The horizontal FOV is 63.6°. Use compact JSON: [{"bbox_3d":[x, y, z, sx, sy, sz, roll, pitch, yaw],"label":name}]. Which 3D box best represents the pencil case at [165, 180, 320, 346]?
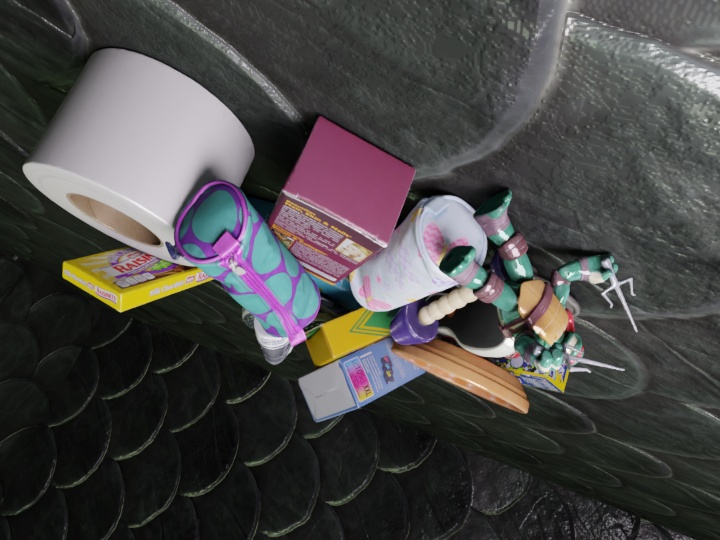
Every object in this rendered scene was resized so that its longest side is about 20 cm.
[{"bbox_3d":[-0.110,0.000,0.601,0.094,0.084,0.201,64,-176,32],"label":"pencil case"}]

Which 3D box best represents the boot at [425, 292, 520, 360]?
[{"bbox_3d":[0.179,0.083,0.744,0.142,0.074,0.199,25,175,-19],"label":"boot"}]

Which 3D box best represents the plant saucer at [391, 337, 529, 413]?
[{"bbox_3d":[0.136,0.134,0.785,0.197,0.038,0.200,25,172,4],"label":"plant saucer"}]

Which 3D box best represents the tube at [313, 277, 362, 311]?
[{"bbox_3d":[-0.076,0.003,0.927,0.197,0.051,0.077,28,170,-3],"label":"tube"}]

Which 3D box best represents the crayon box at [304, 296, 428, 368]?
[{"bbox_3d":[-0.004,0.088,0.852,0.052,0.196,0.127,66,160,8],"label":"crayon box"}]

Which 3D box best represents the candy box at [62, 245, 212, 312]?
[{"bbox_3d":[-0.245,-0.006,0.714,0.101,0.027,0.199,20,-157,24],"label":"candy box"}]

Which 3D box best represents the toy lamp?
[{"bbox_3d":[0.105,0.039,0.672,0.058,0.059,0.199,29,143,-22],"label":"toy lamp"}]

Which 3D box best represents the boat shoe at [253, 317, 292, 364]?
[{"bbox_3d":[-0.106,0.039,0.813,0.070,0.203,0.069,2,134,-1],"label":"boat shoe"}]

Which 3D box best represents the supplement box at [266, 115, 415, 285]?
[{"bbox_3d":[-0.035,-0.062,0.617,0.109,0.087,0.200,27,162,-10],"label":"supplement box"}]

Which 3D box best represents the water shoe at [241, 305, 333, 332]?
[{"bbox_3d":[-0.099,0.062,0.972,0.196,0.080,0.072,12,143,-24],"label":"water shoe"}]

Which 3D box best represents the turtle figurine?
[{"bbox_3d":[0.167,0.032,0.538,0.200,0.151,0.100,43,142,-13],"label":"turtle figurine"}]

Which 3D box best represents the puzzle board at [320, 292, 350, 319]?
[{"bbox_3d":[-0.108,0.018,0.950,0.198,0.018,0.151,32,-177,6],"label":"puzzle board"}]

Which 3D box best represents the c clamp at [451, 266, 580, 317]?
[{"bbox_3d":[0.159,0.019,0.708,0.197,0.028,0.170,6,155,44],"label":"c clamp"}]

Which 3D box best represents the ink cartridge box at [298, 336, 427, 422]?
[{"bbox_3d":[0.021,0.155,0.910,0.136,0.197,0.078,-33,80,50],"label":"ink cartridge box"}]

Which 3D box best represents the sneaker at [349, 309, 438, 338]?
[{"bbox_3d":[0.058,0.094,1.000,0.196,0.075,0.081,11,147,20],"label":"sneaker"}]

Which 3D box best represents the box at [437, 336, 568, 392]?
[{"bbox_3d":[0.208,0.122,0.868,0.197,0.071,0.064,4,155,45],"label":"box"}]

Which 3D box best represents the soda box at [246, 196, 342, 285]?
[{"bbox_3d":[-0.108,-0.045,0.785,0.196,0.069,0.064,16,162,22],"label":"soda box"}]

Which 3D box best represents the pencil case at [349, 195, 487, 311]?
[{"bbox_3d":[0.055,-0.013,0.638,0.082,0.093,0.199,-19,176,-25],"label":"pencil case"}]

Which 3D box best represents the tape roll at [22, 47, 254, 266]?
[{"bbox_3d":[-0.232,-0.113,0.630,0.199,0.142,0.203,20,162,7],"label":"tape roll"}]
